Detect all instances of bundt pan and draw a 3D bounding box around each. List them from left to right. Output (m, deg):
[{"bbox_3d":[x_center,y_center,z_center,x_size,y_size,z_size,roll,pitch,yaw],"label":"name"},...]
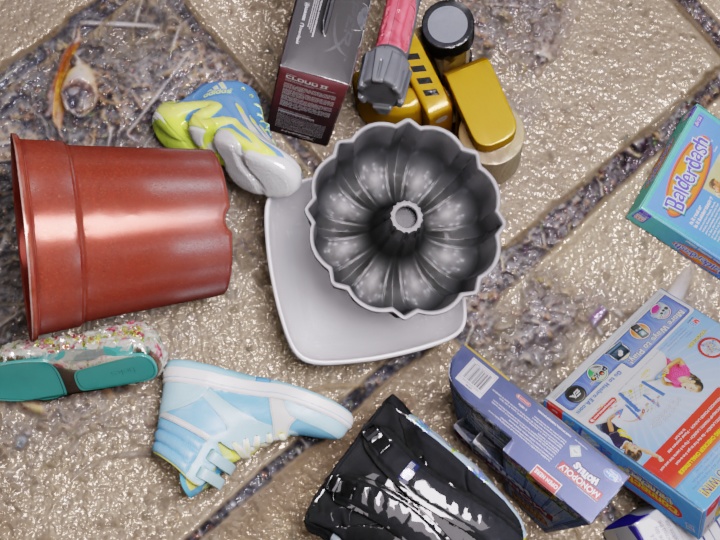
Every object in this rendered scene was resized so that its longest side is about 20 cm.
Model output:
[{"bbox_3d":[0.040,-0.044,1.141,0.200,0.076,0.203,2,76,-9],"label":"bundt pan"}]

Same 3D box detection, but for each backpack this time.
[{"bbox_3d":[0.070,0.251,1.131,0.199,0.154,0.164,28,71,21],"label":"backpack"}]

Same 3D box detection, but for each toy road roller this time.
[{"bbox_3d":[0.078,-0.177,1.236,0.145,0.123,0.201,-24,77,-1],"label":"toy road roller"}]

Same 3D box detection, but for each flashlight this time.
[{"bbox_3d":[0.039,-0.266,1.165,0.067,0.068,0.201,26,63,-28],"label":"flashlight"}]

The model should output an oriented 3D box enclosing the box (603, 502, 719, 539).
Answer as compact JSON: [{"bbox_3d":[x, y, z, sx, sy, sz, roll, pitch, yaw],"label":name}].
[{"bbox_3d":[0.387,0.299,1.178,0.199,0.105,0.185,-26,81,-15],"label":"box"}]

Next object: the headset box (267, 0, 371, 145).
[{"bbox_3d":[-0.040,-0.238,1.186,0.075,0.200,0.150,14,76,-6],"label":"headset box"}]

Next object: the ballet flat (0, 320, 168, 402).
[{"bbox_3d":[-0.291,0.089,1.142,0.199,0.076,0.064,-5,40,-3],"label":"ballet flat"}]

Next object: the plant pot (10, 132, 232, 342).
[{"bbox_3d":[-0.235,-0.040,1.123,0.194,0.201,0.202,-5,78,-19],"label":"plant pot"}]

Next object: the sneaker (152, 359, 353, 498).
[{"bbox_3d":[-0.114,0.174,1.143,0.199,0.080,0.131,13,73,4],"label":"sneaker"}]

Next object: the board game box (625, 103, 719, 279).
[{"bbox_3d":[0.426,-0.072,1.302,0.199,0.045,0.153,34,75,-1],"label":"board game box"}]

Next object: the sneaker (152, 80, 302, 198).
[{"bbox_3d":[-0.121,-0.151,1.191,0.199,0.076,0.105,27,60,27],"label":"sneaker"}]

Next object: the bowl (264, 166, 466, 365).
[{"bbox_3d":[0.000,0.000,1.202,0.199,0.075,0.201,-8,78,-12],"label":"bowl"}]

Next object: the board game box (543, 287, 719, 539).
[{"bbox_3d":[0.326,0.139,1.170,0.200,0.056,0.196,-38,54,-23],"label":"board game box"}]

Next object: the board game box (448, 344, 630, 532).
[{"bbox_3d":[0.165,0.188,1.142,0.200,0.200,0.062,39,76,22],"label":"board game box"}]
